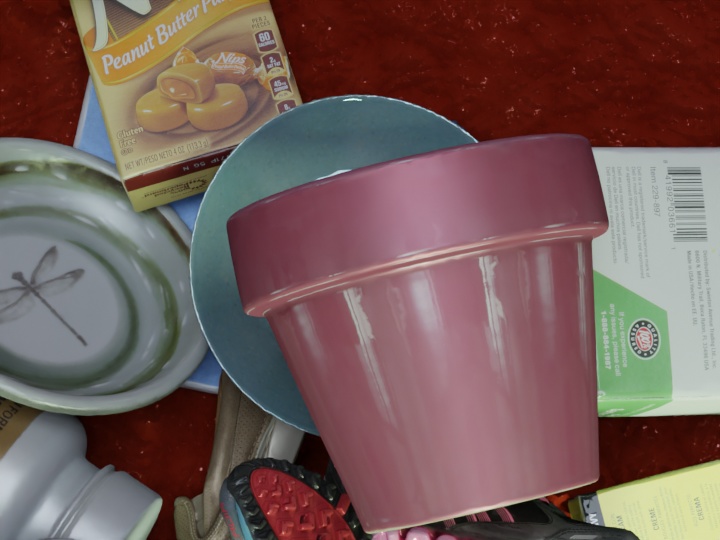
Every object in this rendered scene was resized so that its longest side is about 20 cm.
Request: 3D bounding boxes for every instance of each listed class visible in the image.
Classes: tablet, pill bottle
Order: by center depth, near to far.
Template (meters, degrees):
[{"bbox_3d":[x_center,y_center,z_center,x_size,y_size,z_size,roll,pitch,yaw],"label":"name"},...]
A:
[{"bbox_3d":[-0.221,0.116,1.344,0.200,0.114,0.114,32,82,6],"label":"pill bottle"},{"bbox_3d":[-0.119,-0.032,1.420,0.130,0.014,0.200,11,81,3],"label":"tablet"}]

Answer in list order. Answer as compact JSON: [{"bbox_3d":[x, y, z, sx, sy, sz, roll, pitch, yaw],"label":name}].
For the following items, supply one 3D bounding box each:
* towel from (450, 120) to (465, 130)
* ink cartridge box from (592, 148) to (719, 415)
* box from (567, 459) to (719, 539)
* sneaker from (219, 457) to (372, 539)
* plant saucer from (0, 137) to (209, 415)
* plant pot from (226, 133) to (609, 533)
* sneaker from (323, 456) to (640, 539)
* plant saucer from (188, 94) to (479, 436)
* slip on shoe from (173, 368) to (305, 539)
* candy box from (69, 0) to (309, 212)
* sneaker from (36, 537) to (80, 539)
[{"bbox_3d":[0.055,0.018,1.391,0.112,0.049,0.200,-25,79,-3],"label":"towel"},{"bbox_3d":[0.212,0.007,1.340,0.200,0.088,0.145,-1,78,-13],"label":"ink cartridge box"},{"bbox_3d":[0.225,0.132,1.355,0.200,0.075,0.050,-14,82,-3],"label":"box"},{"bbox_3d":[-0.031,0.193,1.279,0.095,0.079,0.200,-19,113,37],"label":"sneaker"},{"bbox_3d":[-0.184,0.012,1.351,0.200,0.050,0.200,16,45,-17],"label":"plant saucer"},{"bbox_3d":[0.044,0.037,1.223,0.200,0.200,0.179,-14,85,-1],"label":"plant pot"},{"bbox_3d":[0.065,0.131,1.312,0.200,0.079,0.095,7,69,17],"label":"sneaker"},{"bbox_3d":[0.000,0.000,1.342,0.201,0.039,0.201,1,83,-7],"label":"plant saucer"},{"bbox_3d":[-0.082,0.150,1.354,0.061,0.076,0.200,19,78,-1],"label":"slip on shoe"},{"bbox_3d":[-0.111,-0.147,1.402,0.115,0.055,0.200,-17,69,-3],"label":"candy box"},{"bbox_3d":[-0.136,0.213,1.227,0.200,0.075,0.115,13,39,20],"label":"sneaker"}]
